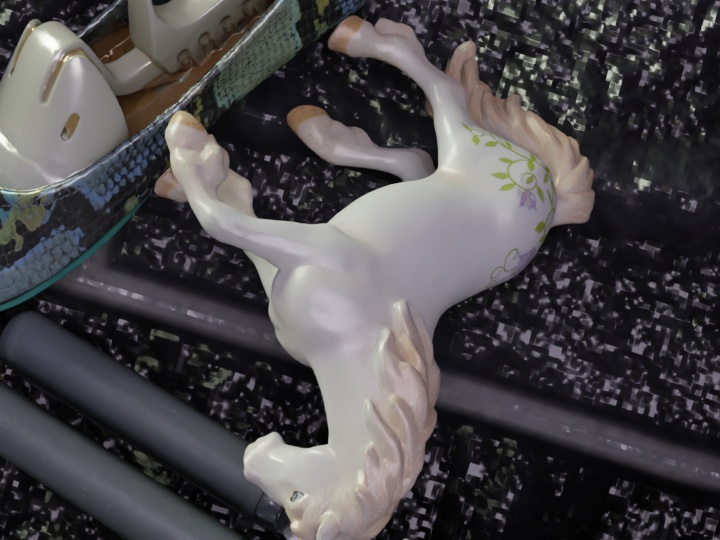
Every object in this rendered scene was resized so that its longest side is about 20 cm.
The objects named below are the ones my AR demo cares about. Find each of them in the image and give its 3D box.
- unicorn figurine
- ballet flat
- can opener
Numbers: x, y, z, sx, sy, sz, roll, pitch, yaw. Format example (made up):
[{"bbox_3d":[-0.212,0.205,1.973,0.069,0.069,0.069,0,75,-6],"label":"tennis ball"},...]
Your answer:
[{"bbox_3d":[0.000,0.000,0.806,0.200,0.074,0.137,-39,71,-20],"label":"unicorn figurine"},{"bbox_3d":[-0.074,-0.072,0.837,0.200,0.074,0.074,-44,89,-12],"label":"ballet flat"},{"bbox_3d":[-0.041,0.085,0.837,0.200,0.066,0.053,31,81,8],"label":"can opener"}]
